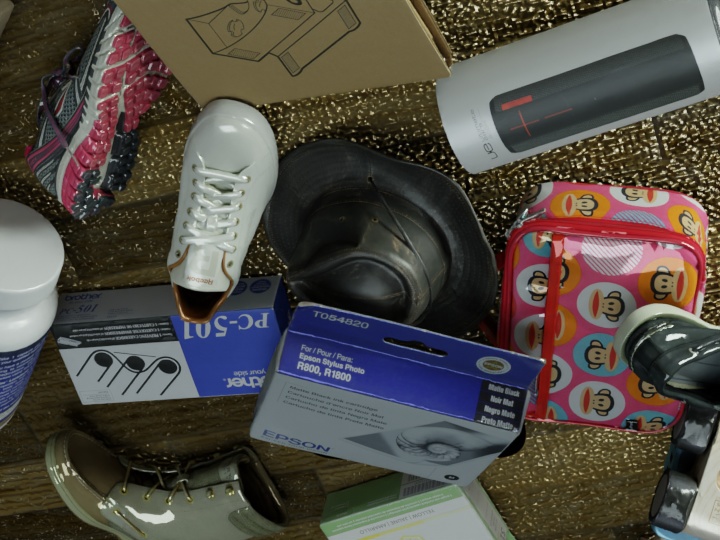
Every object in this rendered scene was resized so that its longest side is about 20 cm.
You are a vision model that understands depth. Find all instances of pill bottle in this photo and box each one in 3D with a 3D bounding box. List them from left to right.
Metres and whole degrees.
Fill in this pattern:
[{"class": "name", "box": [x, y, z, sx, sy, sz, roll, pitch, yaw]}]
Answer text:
[{"class": "pill bottle", "box": [-0.311, 0.041, 1.179, 0.115, 0.116, 0.201, 24, 134, -10]}]

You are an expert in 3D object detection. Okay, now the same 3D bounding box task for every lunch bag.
[{"class": "lunch bag", "box": [0.173, 0.028, 1.124, 0.174, 0.082, 0.202, 7, 127, 10]}]

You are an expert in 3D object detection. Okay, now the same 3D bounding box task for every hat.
[{"class": "hat", "box": [0.000, 0.000, 1.099, 0.199, 0.081, 0.202, 18, 134, 19]}]

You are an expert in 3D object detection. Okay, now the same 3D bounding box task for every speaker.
[{"class": "speaker", "box": [0.154, -0.132, 0.999, 0.198, 0.082, 0.082, -16, 123, 22]}]

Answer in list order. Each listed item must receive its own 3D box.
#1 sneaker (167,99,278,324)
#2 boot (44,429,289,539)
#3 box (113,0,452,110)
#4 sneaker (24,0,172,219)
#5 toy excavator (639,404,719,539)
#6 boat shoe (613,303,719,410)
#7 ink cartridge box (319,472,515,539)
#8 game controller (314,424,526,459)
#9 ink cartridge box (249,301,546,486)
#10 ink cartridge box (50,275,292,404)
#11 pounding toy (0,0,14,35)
[{"class": "sneaker", "box": [-0.106, -0.035, 1.099, 0.072, 0.085, 0.201, 10, 137, -4]}, {"class": "boot", "box": [-0.173, 0.193, 1.312, 0.154, 0.072, 0.200, -24, 125, 26]}, {"class": "box", "box": [-0.057, -0.172, 0.972, 0.198, 0.021, 0.164, -5, 148, 26]}, {"class": "sneaker", "box": [-0.197, -0.133, 1.064, 0.075, 0.080, 0.201, 39, 121, 17]}, {"class": "toy excavator", "box": [0.286, 0.194, 1.218, 0.099, 0.200, 0.196, 17, 92, 4]}, {"class": "boat shoe", "box": [0.277, 0.075, 1.063, 0.198, 0.066, 0.075, 18, 117, -33]}, {"class": "ink cartridge box", "box": [0.073, 0.269, 1.344, 0.144, 0.048, 0.201, -20, 119, 23]}, {"class": "game controller", "box": [0.041, 0.125, 1.241, 0.198, 0.042, 0.105, -2, 127, 12]}, {"class": "ink cartridge box", "box": [0.023, 0.103, 1.134, 0.197, 0.041, 0.200, 14, 151, -6]}, {"class": "ink cartridge box", "box": [-0.153, 0.060, 1.223, 0.198, 0.044, 0.095, -5, 128, 13]}, {"class": "pounding toy", "box": [-0.338, -0.113, 1.051, 0.142, 0.184, 0.201, 35, 126, -2]}]
